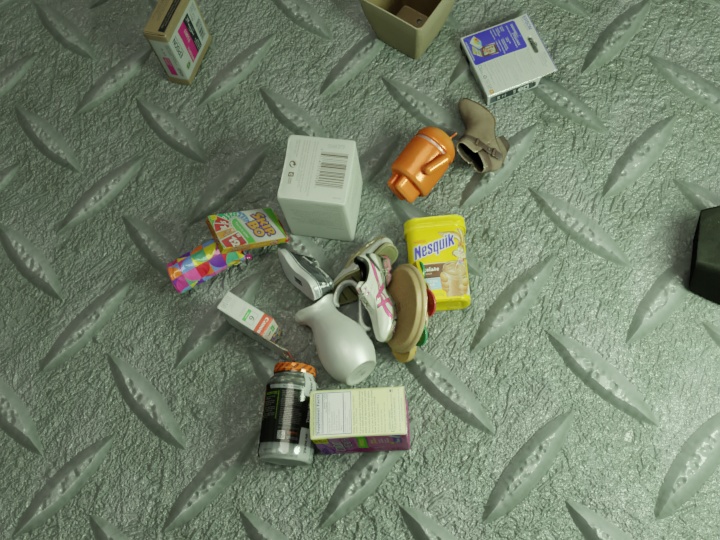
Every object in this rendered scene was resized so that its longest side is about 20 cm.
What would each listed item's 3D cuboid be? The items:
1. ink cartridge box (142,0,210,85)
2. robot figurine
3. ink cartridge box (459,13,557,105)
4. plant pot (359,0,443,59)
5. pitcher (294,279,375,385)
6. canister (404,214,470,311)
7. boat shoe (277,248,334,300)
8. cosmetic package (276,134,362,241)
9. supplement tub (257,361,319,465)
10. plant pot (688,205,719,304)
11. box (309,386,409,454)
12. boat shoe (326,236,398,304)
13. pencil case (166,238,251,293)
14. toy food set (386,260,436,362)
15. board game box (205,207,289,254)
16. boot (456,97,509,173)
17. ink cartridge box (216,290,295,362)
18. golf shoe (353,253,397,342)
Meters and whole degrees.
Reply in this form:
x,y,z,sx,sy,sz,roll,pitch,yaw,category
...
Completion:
x,y,z,sx,sy,sz,roll,pitch,yaw,category
-0.482,-0.625,1.936,0.073,0.201,0.169,14,70,12,ink cartridge box
0.153,-0.261,1.760,0.116,0.144,0.202,37,83,9,robot figurine
0.383,-0.552,1.897,0.195,0.044,0.202,-20,68,0,ink cartridge box
0.132,-0.681,1.903,0.198,0.178,0.202,32,75,17,plant pot
-0.033,0.135,1.622,0.171,0.121,0.201,-41,61,6,pitcher
0.179,-0.015,1.683,0.144,0.087,0.206,-5,69,5,canister
-0.128,-0.001,1.697,0.067,0.073,0.199,-25,35,-22,boat shoe
-0.090,-0.191,1.719,0.160,0.201,0.169,7,68,8,cosmetic package
-0.151,0.309,1.568,0.119,0.123,0.206,3,69,7,supplement tub
0.813,-0.031,1.572,0.173,0.200,0.205,7,68,21,plant pot
0.003,0.316,1.519,0.194,0.177,0.099,-3,66,4,box
0.000,0.000,1.707,0.198,0.075,0.069,-38,34,3,boat shoe
-0.365,-0.020,1.746,0.196,0.089,0.090,-26,67,-4,pencil case
0.102,0.086,1.608,0.047,0.199,0.204,6,52,-26,toy food set
-0.264,-0.098,1.738,0.197,0.030,0.097,-11,62,-42,board game box
0.278,-0.327,1.777,0.200,0.071,0.145,47,49,12,boot
-0.225,0.130,1.655,0.197,0.109,0.051,29,73,16,ink cartridge box
0.027,0.061,1.610,0.090,0.073,0.205,4,65,-26,golf shoe
